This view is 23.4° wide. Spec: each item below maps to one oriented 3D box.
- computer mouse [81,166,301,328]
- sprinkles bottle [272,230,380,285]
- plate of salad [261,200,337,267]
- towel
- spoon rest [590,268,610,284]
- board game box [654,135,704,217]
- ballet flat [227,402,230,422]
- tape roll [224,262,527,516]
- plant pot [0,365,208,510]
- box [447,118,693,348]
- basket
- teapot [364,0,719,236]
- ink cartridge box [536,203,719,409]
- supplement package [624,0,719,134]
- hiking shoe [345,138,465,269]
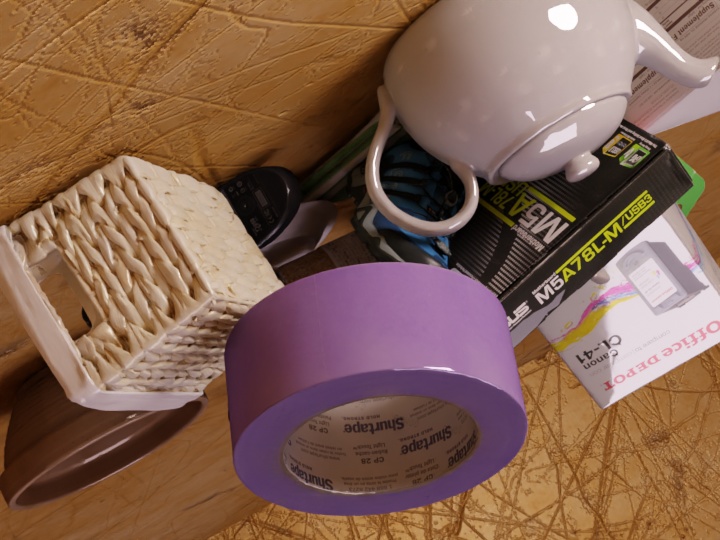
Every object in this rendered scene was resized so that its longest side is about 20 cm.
[{"bbox_3d":[-0.129,-0.015,1.329,0.200,0.059,0.034,-31,167,11],"label":"computer mouse"},{"bbox_3d":[0.000,0.000,1.437,0.200,0.068,0.068,-25,168,-16],"label":"sprinkles bottle"},{"bbox_3d":[-0.109,-0.006,1.439,0.200,0.048,0.200,-31,166,-9],"label":"plate of salad"},{"bbox_3d":[0.045,-0.108,1.455,0.200,0.023,0.153,-20,166,-47],"label":"towel"},{"bbox_3d":[0.096,0.037,1.364,0.200,0.061,0.099,-34,160,14],"label":"spoon rest"},{"bbox_3d":[0.199,-0.091,1.463,0.096,0.200,0.030,-56,-157,-5],"label":"board game box"},{"bbox_3d":[-0.026,0.079,1.386,0.200,0.068,0.068,-43,152,21],"label":"ballet flat"},{"bbox_3d":[0.009,0.085,1.185,0.200,0.085,0.200,-5,146,-3],"label":"tape roll"},{"bbox_3d":[-0.246,0.128,1.566,0.201,0.093,0.201,-30,169,-6],"label":"plant pot"},{"bbox_3d":[0.127,-0.045,1.322,0.193,0.048,0.200,-40,-151,-2],"label":"box"},{"bbox_3d":[-0.146,0.009,1.209,0.123,0.136,0.200,-36,167,9],"label":"basket"},{"bbox_3d":[0.119,-0.126,1.249,0.200,0.146,0.197,-38,166,38],"label":"teapot"},{"bbox_3d":[0.202,-0.005,1.431,0.148,0.200,0.086,-32,-152,16],"label":"ink cartridge box"},{"bbox_3d":[0.300,-0.208,1.434,0.200,0.111,0.156,-21,166,-40],"label":"supplement package"},{"bbox_3d":[0.042,-0.049,1.303,0.087,0.074,0.200,-40,-152,11],"label":"hiking shoe"}]
